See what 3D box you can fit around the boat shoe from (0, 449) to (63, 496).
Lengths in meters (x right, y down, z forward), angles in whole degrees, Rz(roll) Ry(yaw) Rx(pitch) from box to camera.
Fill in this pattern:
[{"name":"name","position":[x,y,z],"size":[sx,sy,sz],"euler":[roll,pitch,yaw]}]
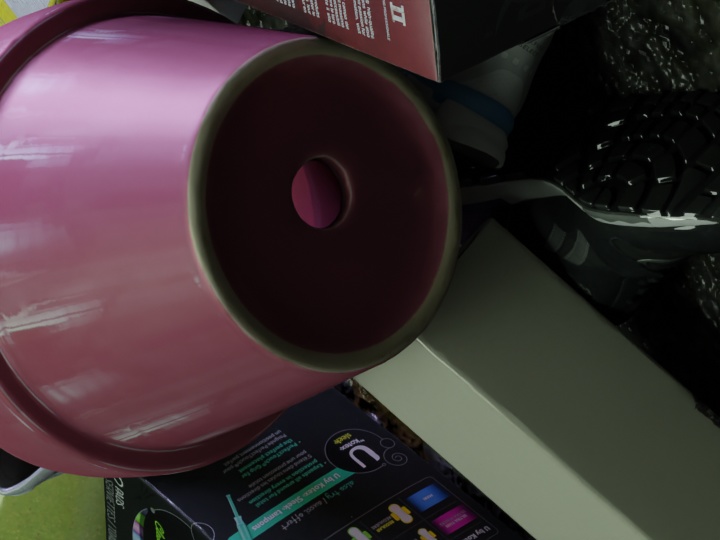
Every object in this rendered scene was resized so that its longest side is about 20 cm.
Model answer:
[{"name":"boat shoe","position":[-0.124,0.028,1.315],"size":[0.074,0.065,0.202],"euler":[38,120,3]}]

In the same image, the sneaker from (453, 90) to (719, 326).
[{"name":"sneaker","position":[0.111,-0.019,1.104],"size":[0.200,0.076,0.088],"euler":[10,136,56]}]

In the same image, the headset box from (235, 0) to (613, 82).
[{"name":"headset box","position":[0.029,-0.149,1.031],"size":[0.200,0.148,0.075],"euler":[27,134,45]}]

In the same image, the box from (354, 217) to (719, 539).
[{"name":"box","position":[0.098,0.076,1.117],"size":[0.200,0.068,0.082],"euler":[42,156,0]}]

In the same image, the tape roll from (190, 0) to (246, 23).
[{"name":"tape roll","position":[-0.140,-0.172,1.246],"size":[0.202,0.037,0.203],"euler":[28,176,2]}]

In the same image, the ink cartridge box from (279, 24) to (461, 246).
[{"name":"ink cartridge box","position":[0.000,0.000,1.254],"size":[0.201,0.050,0.161],"euler":[59,161,10]}]

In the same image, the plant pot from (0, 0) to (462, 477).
[{"name":"plant pot","position":[-0.063,-0.018,1.074],"size":[0.179,0.200,0.201],"euler":[-6,108,54]}]

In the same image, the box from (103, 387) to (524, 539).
[{"name":"box","position":[-0.023,0.165,1.364],"size":[0.200,0.124,0.149],"euler":[37,142,33]}]

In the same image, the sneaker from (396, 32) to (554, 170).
[{"name":"sneaker","position":[0.027,-0.119,1.147],"size":[0.087,0.075,0.200],"euler":[-56,39,8]}]

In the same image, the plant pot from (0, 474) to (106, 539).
[{"name":"plant pot","position":[-0.165,0.096,1.481],"size":[0.200,0.200,0.185],"euler":[40,130,31]}]

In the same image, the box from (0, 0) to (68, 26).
[{"name":"box","position":[-0.203,-0.145,1.467],"size":[0.118,0.048,0.200],"euler":[55,145,12]}]
